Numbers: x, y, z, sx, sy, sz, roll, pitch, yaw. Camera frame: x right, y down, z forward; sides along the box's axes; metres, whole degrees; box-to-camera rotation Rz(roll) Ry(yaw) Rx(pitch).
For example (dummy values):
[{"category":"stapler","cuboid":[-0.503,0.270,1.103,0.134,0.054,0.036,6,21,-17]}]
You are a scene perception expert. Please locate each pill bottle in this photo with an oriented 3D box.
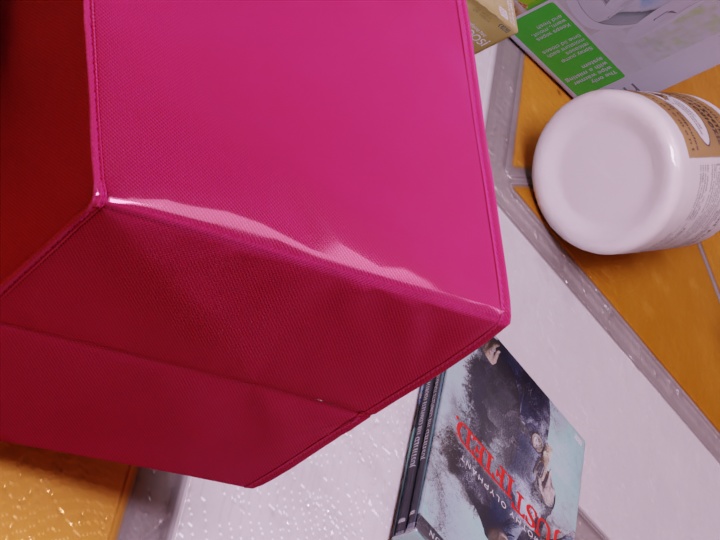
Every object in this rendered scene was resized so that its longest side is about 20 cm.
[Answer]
[{"category":"pill bottle","cuboid":[0.215,-0.072,1.540,0.200,0.114,0.115,-6,73,-60]}]

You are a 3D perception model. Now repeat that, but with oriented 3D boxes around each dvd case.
[{"category":"dvd case","cuboid":[0.081,0.128,1.264,0.146,0.022,0.200,49,34,-26]}]

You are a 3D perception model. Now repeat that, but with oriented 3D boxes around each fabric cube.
[{"category":"fabric cube","cuboid":[-0.082,-0.041,0.909,0.199,0.200,0.197,14,55,-35]}]

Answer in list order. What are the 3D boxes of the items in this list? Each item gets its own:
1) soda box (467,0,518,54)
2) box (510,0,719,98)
[{"category":"soda box","cuboid":[0.052,-0.243,1.457,0.068,0.064,0.200,30,45,-45]},{"category":"box","cuboid":[0.206,-0.226,1.556,0.176,0.200,0.097,40,38,-39]}]
